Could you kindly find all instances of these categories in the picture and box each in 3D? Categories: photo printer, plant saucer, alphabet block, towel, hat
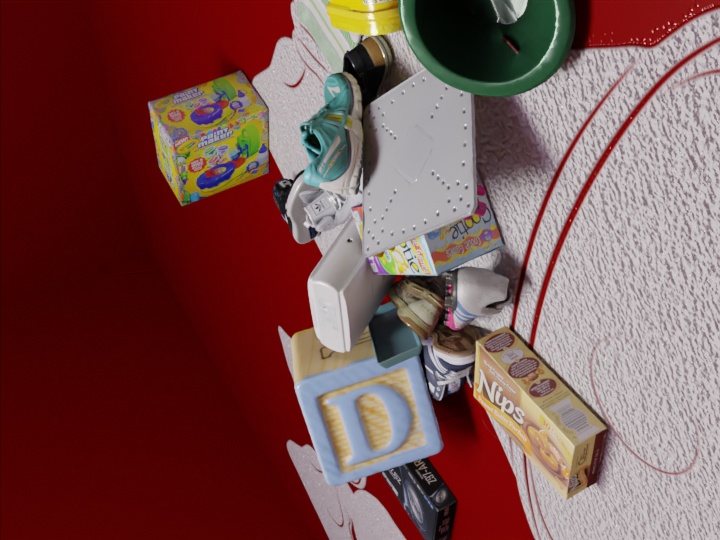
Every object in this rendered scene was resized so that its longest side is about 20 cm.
[{"bbox_3d":[0.000,0.000,1.339,0.069,0.200,0.167,20,145,19],"label":"photo printer"},{"bbox_3d":[0.050,0.093,1.357,0.200,0.070,0.019,-105,-10,-72],"label":"plant saucer"},{"bbox_3d":[0.006,0.194,1.444,0.200,0.195,0.196,-109,4,-70],"label":"alphabet block"},{"bbox_3d":[-0.042,-0.379,1.263,0.153,0.023,0.200,59,159,18],"label":"towel"},{"bbox_3d":[0.139,-0.289,0.910,0.199,0.176,0.166,16,131,19],"label":"hat"}]

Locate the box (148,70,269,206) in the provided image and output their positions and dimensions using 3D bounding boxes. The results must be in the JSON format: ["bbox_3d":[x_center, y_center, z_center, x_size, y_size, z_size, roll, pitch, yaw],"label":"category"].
[{"bbox_3d":[-0.298,-0.263,1.786,0.122,0.199,0.193,55,158,28],"label":"box"}]

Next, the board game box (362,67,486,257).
[{"bbox_3d":[0.070,-0.131,1.036,0.200,0.026,0.201,-22,62,51],"label":"board game box"}]

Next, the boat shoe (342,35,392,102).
[{"bbox_3d":[-0.006,-0.251,1.257,0.075,0.062,0.200,59,160,15],"label":"boat shoe"}]

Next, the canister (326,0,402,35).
[{"bbox_3d":[0.003,-0.389,1.045,0.148,0.086,0.201,36,143,56],"label":"canister"}]

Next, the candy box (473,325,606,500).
[{"bbox_3d":[0.223,0.179,1.148,0.200,0.055,0.116,50,154,41],"label":"candy box"}]

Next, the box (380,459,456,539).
[{"bbox_3d":[0.106,0.412,1.724,0.200,0.043,0.161,52,155,34],"label":"box"}]

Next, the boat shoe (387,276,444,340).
[{"bbox_3d":[0.089,0.044,1.317,0.073,0.063,0.200,39,-172,-14],"label":"boat shoe"}]

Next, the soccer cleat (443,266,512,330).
[{"bbox_3d":[0.152,0.041,1.166,0.200,0.086,0.070,62,-148,-79],"label":"soccer cleat"}]

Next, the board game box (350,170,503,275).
[{"bbox_3d":[0.082,-0.059,1.179,0.200,0.104,0.104,0,111,68],"label":"board game box"}]

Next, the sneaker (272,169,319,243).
[{"bbox_3d":[-0.126,-0.143,1.662,0.112,0.073,0.200,55,159,25],"label":"sneaker"}]

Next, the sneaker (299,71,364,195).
[{"bbox_3d":[-0.038,-0.181,1.135,0.078,0.079,0.201,105,168,-49],"label":"sneaker"}]

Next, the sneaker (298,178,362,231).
[{"bbox_3d":[-0.024,-0.116,1.371,0.075,0.114,0.200,62,160,10],"label":"sneaker"}]

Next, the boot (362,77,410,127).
[{"bbox_3d":[0.062,-0.195,1.163,0.075,0.074,0.200,30,162,-28],"label":"boot"}]

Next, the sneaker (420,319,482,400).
[{"bbox_3d":[0.137,0.139,1.295,0.200,0.070,0.109,-156,49,-75],"label":"sneaker"}]
